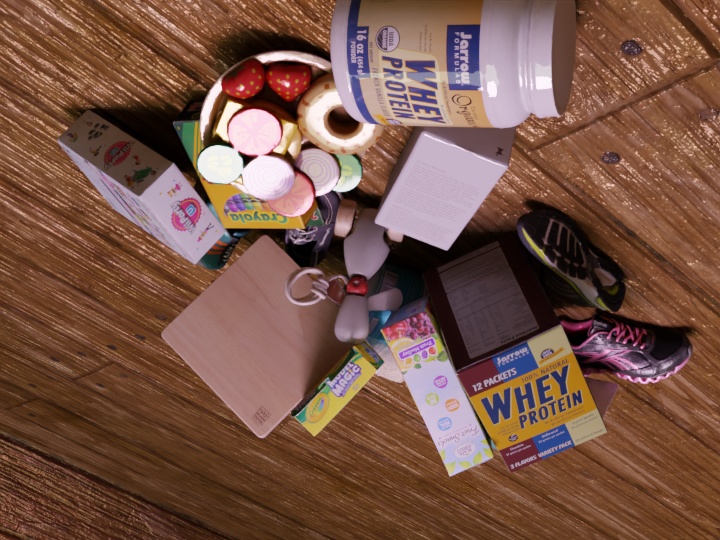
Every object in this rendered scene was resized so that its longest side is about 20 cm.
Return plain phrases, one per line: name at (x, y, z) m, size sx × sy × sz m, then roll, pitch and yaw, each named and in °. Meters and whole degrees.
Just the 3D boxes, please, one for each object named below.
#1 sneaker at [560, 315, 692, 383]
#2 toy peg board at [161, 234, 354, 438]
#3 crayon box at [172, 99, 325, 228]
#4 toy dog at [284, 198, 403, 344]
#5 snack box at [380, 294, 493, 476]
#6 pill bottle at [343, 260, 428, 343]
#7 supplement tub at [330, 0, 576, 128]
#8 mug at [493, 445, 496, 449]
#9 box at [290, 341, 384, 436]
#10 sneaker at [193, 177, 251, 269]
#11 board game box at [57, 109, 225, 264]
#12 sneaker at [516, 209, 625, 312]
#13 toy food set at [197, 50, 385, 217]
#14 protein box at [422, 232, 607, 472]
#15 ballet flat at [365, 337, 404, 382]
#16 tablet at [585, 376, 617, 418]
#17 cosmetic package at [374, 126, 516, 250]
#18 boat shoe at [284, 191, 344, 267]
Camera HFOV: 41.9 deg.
sneaker at (0.360, 0.102, 1.323) m, size 0.200 × 0.079 × 0.095 m, roll -4°, pitch 133°, yaw 32°
toy peg board at (-0.131, 0.095, 1.313) m, size 0.200 × 0.199 × 0.098 m, roll 44°, pitch 172°, yaw 9°
crayon box at (-0.134, -0.118, 1.173) m, size 0.127 × 0.051 × 0.200 m, roll 1°, pitch 133°, yaw 27°
toy dog at (0.000, 0.000, 1.222) m, size 0.132 × 0.200 × 0.096 m, roll 29°, pitch 163°, yaw 13°
snack box at (0.101, 0.141, 1.214) m, size 0.068 × 0.200 × 0.169 m, roll -24°, pitch -177°, yaw 8°
pill bottle at (0.073, 0.060, 1.355) m, size 0.200 × 0.111 × 0.111 m, roll 23°, pitch 151°, yaw -8°
supplement tub at (0.087, -0.204, 0.858) m, size 0.199 × 0.145 × 0.145 m, roll 5°, pitch 149°, yaw 22°
mug at (0.233, 0.203, 1.464) m, size 0.114 × 0.152 × 0.185 m, roll 23°, pitch 167°, yaw -5°
box at (-0.027, 0.149, 1.213) m, size 0.048 × 0.117 × 0.200 m, roll 44°, pitch -178°, yaw 7°
sneaker at (-0.193, -0.055, 1.341) m, size 0.080 × 0.072 × 0.200 m, roll 19°, pitch 150°, yaw 6°
board game box at (-0.286, -0.109, 1.224) m, size 0.200 × 0.064 × 0.148 m, roll 32°, pitch 163°, yaw 36°
sneaker at (0.252, -0.005, 1.191) m, size 0.081 × 0.074 × 0.200 m, roll -10°, pitch 139°, yaw 45°
toy food set at (-0.082, -0.152, 1.060) m, size 0.199 × 0.049 × 0.198 m, roll 16°, pitch 125°, yaw -18°
protein box at (0.193, 0.102, 1.195) m, size 0.135 × 0.200 × 0.199 m, roll -25°, pitch 125°, yaw 8°
ballet flat at (0.002, 0.110, 1.419) m, size 0.200 × 0.062 × 0.068 m, roll 49°, pitch 158°, yaw 45°
tablet at (0.249, 0.166, 1.321) m, size 0.199 × 0.130 × 0.014 m, roll 11°, pitch 116°, yaw 25°
cosmetic package at (0.094, -0.112, 1.087) m, size 0.101 × 0.071 × 0.200 m, roll 21°, pitch 151°, yaw -6°
boat shoe at (-0.067, -0.054, 1.282) m, size 0.072 × 0.063 × 0.200 m, roll 19°, pitch 150°, yaw 1°
